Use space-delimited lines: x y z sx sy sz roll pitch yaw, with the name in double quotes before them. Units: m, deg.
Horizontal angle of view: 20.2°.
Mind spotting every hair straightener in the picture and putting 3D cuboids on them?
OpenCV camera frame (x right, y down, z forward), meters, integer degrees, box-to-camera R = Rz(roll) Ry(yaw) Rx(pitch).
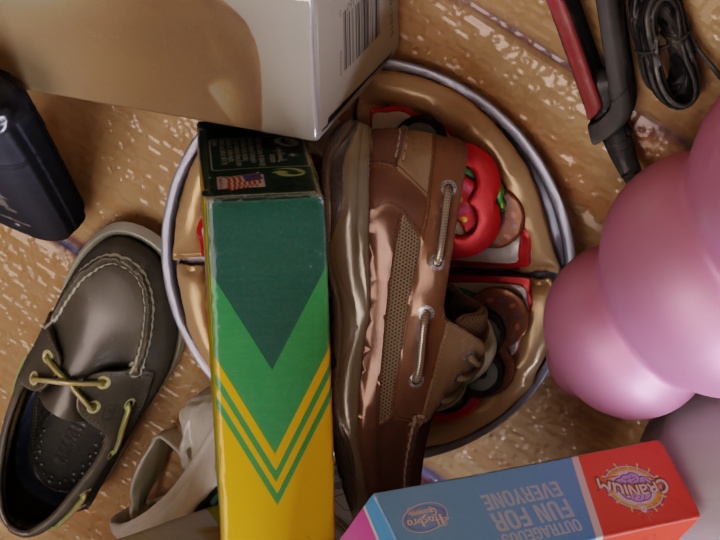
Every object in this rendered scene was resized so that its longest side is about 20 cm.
"hair straightener" 0.112 -0.112 0.843 0.077 0.041 0.200 -5 118 28

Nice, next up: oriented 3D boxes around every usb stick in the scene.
"usb stick" -0.166 -0.053 0.941 0.055 0.033 0.200 14 167 3

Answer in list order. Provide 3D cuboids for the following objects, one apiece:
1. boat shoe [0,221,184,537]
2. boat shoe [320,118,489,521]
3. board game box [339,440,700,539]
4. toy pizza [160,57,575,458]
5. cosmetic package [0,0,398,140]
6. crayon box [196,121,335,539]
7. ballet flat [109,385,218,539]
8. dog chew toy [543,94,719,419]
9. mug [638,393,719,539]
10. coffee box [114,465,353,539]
"boat shoe" -0.145 0.062 1.062 0.072 0.060 0.202 29 128 5
"boat shoe" 0.022 0.032 0.890 0.072 0.076 0.200 -2 112 1
"board game box" 0.034 0.154 0.876 0.040 0.153 0.200 63 141 28
"toy pizza" 0.000 0.000 0.940 0.200 0.032 0.201 4 108 12
"cosmetic package" -0.092 -0.123 0.892 0.200 0.105 0.071 12 123 20
"crayon box" -0.041 0.045 0.877 0.051 0.127 0.200 -3 109 -5
"ballet flat" -0.080 0.101 1.061 0.069 0.069 0.200 38 129 -2
"dog chew toy" 0.157 -0.004 0.834 0.200 0.125 0.125 -37 101 33
"mug" 0.208 0.116 0.882 0.153 0.149 0.187 -4 100 36
"coffee box" -0.071 0.255 1.023 0.200 0.198 0.200 54 132 22
